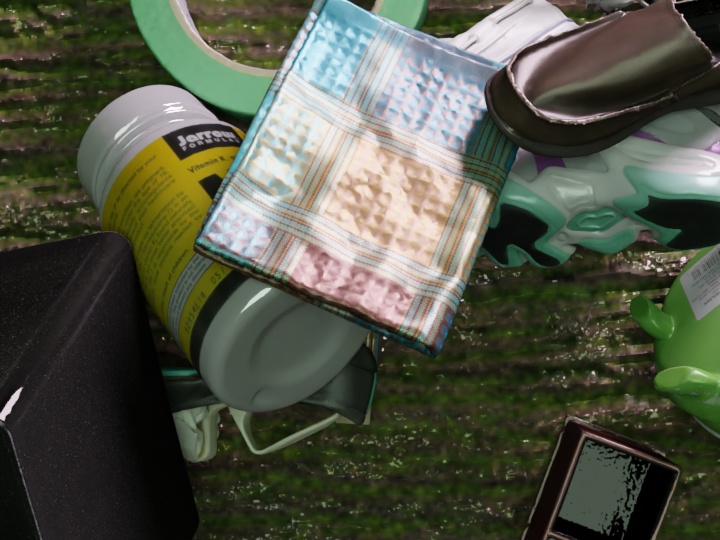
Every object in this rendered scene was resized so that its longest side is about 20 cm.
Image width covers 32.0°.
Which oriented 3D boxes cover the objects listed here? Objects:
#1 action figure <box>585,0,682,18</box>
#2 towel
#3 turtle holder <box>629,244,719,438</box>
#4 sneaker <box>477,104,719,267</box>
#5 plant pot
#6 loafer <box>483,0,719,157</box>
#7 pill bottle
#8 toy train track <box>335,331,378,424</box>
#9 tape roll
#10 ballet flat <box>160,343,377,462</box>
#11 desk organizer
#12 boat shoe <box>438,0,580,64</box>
[{"bbox_3d":[0.175,-0.203,0.791,0.199,0.102,0.119,26,76,5],"label":"action figure"},{"bbox_3d":[0.009,-0.062,0.701,0.146,0.022,0.201,23,57,0],"label":"towel"},{"bbox_3d":[0.262,0.048,0.742,0.132,0.185,0.141,37,85,-22],"label":"turtle holder"},{"bbox_3d":[0.141,-0.078,0.798,0.199,0.078,0.140,-1,55,16],"label":"sneaker"},{"bbox_3d":[-0.212,0.112,0.668,0.198,0.178,0.201,-10,106,3],"label":"plant pot"},{"bbox_3d":[0.161,-0.126,0.719,0.199,0.071,0.073,-21,66,-20],"label":"loafer"},{"bbox_3d":[-0.088,-0.020,0.759,0.114,0.114,0.200,-43,55,1],"label":"pill bottle"},{"bbox_3d":[0.000,0.000,0.833,0.114,0.033,0.201,3,94,-4],"label":"toy train track"},{"bbox_3d":[-0.053,-0.198,0.831,0.199,0.048,0.202,0,89,3],"label":"tape roll"},{"bbox_3d":[-0.086,0.085,0.799,0.199,0.068,0.069,-9,81,16],"label":"ballet flat"},{"bbox_3d":[0.132,0.200,0.793,0.071,0.077,0.201,21,90,4],"label":"desk organizer"},{"bbox_3d":[0.055,-0.114,0.798,0.200,0.074,0.065,-31,70,-25],"label":"boat shoe"}]
